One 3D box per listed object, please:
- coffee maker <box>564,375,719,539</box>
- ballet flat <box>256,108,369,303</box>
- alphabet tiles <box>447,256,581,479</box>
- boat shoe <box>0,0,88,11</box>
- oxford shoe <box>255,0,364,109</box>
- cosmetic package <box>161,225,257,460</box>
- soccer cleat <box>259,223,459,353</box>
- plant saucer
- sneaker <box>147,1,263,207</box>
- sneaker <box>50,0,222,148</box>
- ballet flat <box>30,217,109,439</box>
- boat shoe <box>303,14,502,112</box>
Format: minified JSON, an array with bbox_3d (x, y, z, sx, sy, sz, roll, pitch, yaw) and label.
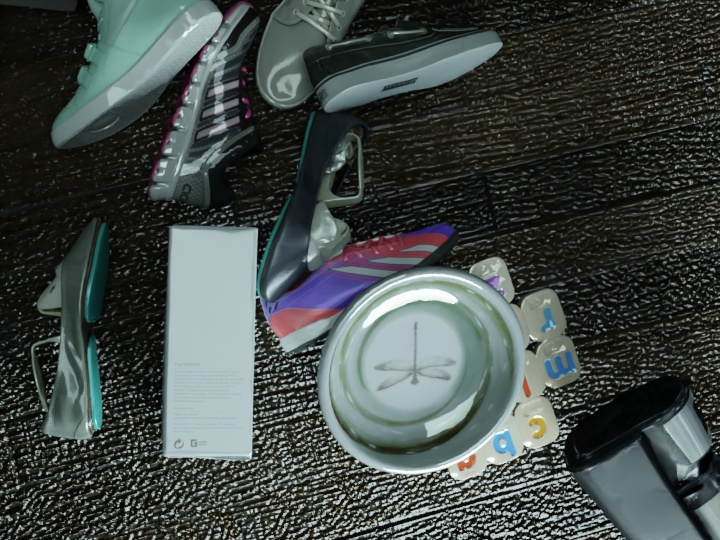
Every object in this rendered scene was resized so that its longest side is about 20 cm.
[{"bbox_3d":[0.282,0.230,1.036,0.192,0.135,0.200,-39,95,-7],"label":"coffee maker"},{"bbox_3d":[-0.036,-0.060,0.996,0.073,0.073,0.200,20,68,-9],"label":"ballet flat"},{"bbox_3d":[0.113,0.095,1.064,0.200,0.015,0.196,-22,99,-9],"label":"alphabet tiles"},{"bbox_3d":[-0.338,-0.292,0.974,0.199,0.075,0.093,4,84,-18],"label":"boat shoe"},{"bbox_3d":[-0.037,-0.244,1.027,0.075,0.058,0.200,32,87,-12],"label":"oxford shoe"},{"bbox_3d":[-0.135,0.060,0.980,0.081,0.113,0.201,3,91,-9],"label":"cosmetic package"},{"bbox_3d":[0.000,0.000,1.027,0.200,0.068,0.073,-32,91,-6],"label":"soccer cleat"},{"bbox_3d":[0.052,0.087,1.009,0.199,0.050,0.201,-5,108,-15],"label":"plant saucer"},{"bbox_3d":[-0.124,-0.145,1.005,0.087,0.074,0.200,22,84,-16],"label":"sneaker"},{"bbox_3d":[-0.224,-0.204,0.973,0.200,0.074,0.118,-40,83,20],"label":"sneaker"},{"bbox_3d":[-0.263,0.051,0.981,0.063,0.067,0.201,2,89,-2],"label":"ballet flat"},{"bbox_3d":[0.042,-0.206,1.022,0.200,0.071,0.064,-19,80,-26],"label":"boat shoe"}]
